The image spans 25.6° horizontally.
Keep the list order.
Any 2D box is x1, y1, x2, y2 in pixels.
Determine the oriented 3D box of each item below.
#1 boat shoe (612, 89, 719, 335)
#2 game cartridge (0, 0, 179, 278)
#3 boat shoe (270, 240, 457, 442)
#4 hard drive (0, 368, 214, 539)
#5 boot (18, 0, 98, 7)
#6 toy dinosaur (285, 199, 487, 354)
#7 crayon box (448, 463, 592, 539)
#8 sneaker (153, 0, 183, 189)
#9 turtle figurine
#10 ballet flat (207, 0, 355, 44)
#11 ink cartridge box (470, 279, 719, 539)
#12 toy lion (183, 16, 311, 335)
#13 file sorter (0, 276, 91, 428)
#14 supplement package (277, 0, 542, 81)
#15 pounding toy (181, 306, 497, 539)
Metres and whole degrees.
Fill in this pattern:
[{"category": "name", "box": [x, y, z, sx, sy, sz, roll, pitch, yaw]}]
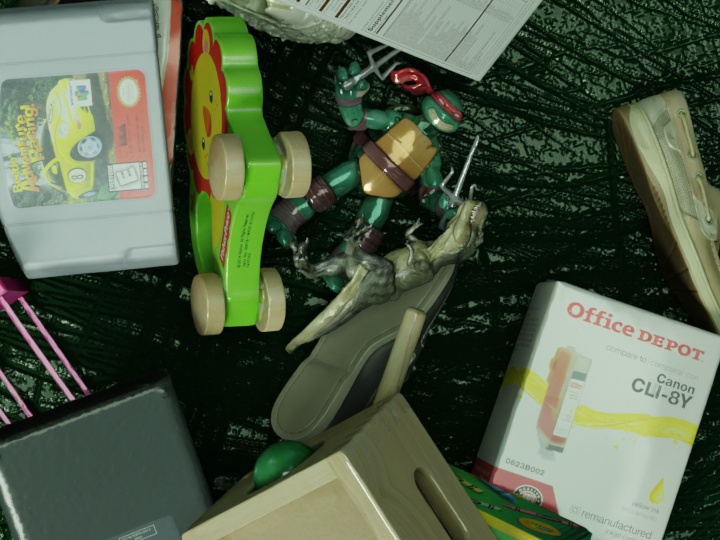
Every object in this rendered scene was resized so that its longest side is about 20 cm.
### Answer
[{"category": "boat shoe", "box": [0.264, -0.046, 1.256, 0.065, 0.072, 0.200, -20, 84, -6]}, {"category": "game cartridge", "box": [-0.209, -0.097, 1.170, 0.133, 0.041, 0.200, -6, 95, -2]}, {"category": "boat shoe", "box": [0.011, 0.064, 1.246, 0.200, 0.073, 0.063, -51, 136, -10]}, {"category": "hard drive", "box": [-0.172, 0.185, 1.126, 0.140, 0.033, 0.200, -20, 108, -12]}, {"category": "boot", "box": [-0.251, -0.232, 1.225, 0.097, 0.075, 0.200, 27, 85, 14]}, {"category": "toy dinosaur", "box": [0.000, 0.000, 1.179, 0.200, 0.047, 0.088, -31, 131, 22]}, {"category": "crayon box", "box": [0.058, 0.211, 1.172, 0.200, 0.058, 0.119, 23, 107, 28]}, {"category": "sneaker", "box": [-0.194, -0.141, 1.218, 0.108, 0.067, 0.201, 3, 90, -8]}, {"category": "turtle figurine", "box": [0.024, -0.081, 1.221, 0.150, 0.101, 0.200, 43, 98, 4]}, {"category": "ballet flat", "box": [-0.085, -0.215, 1.177, 0.200, 0.072, 0.072, 18, 87, -6]}, {"category": "ink cartridge box", "box": [0.180, 0.121, 1.235, 0.145, 0.083, 0.200, 19, 87, -4]}, {"category": "toy lion", "box": [-0.101, -0.080, 1.184, 0.069, 0.192, 0.200, -4, 129, -20]}, {"category": "file sorter", "box": [-0.307, 0.111, 1.165, 0.200, 0.139, 0.125, -35, 93, -5]}, {"category": "supplement package", "box": [0.018, -0.269, 1.114, 0.200, 0.191, 0.147, 15, 123, -39]}, {"category": "pounding toy", "box": [0.000, 0.167, 1.103, 0.184, 0.142, 0.200, -31, 94, 31]}]
